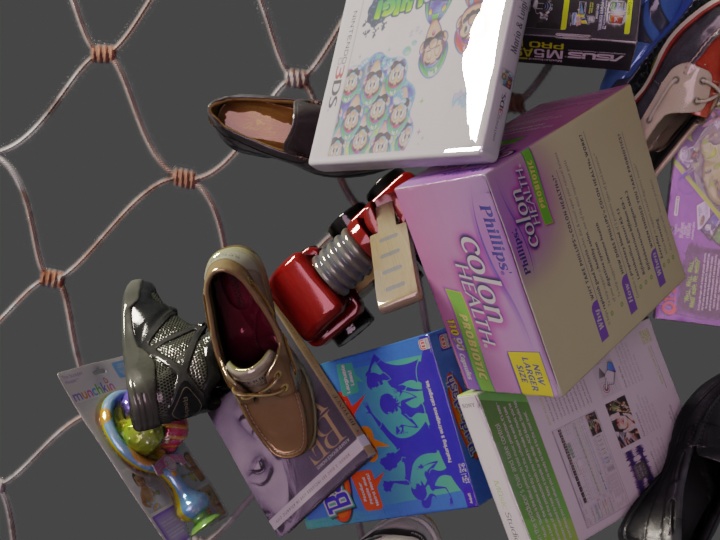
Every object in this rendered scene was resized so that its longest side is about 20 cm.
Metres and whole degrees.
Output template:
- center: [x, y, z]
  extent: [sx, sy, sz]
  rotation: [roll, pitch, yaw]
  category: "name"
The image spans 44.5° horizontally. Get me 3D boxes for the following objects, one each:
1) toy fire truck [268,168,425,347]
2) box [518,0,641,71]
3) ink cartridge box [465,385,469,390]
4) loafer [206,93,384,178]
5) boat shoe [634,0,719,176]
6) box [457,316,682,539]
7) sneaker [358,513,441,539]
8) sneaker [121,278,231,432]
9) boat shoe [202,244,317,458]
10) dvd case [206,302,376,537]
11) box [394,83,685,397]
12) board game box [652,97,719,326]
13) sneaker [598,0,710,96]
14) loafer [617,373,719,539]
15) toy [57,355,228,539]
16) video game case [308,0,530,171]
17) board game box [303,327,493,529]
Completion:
- center: [0.000, 0.000, 0.771]
  extent: [0.176, 0.200, 0.129]
  rotation: [-41, 80, 11]
  category: "toy fire truck"
- center: [0.153, -0.268, 0.724]
  extent: [0.159, 0.044, 0.201]
  rotation: [7, 75, 11]
  category: "box"
- center: [0.151, 0.095, 0.782]
  extent: [0.109, 0.050, 0.201]
  rotation: [-15, 86, -24]
  category: "ink cartridge box"
- center: [-0.054, -0.132, 0.852]
  extent: [0.199, 0.072, 0.073]
  rotation: [7, 90, 14]
  category: "loafer"
- center: [0.269, -0.142, 0.737]
  extent: [0.200, 0.071, 0.063]
  rotation: [-52, 40, 33]
  category: "boat shoe"
- center: [0.190, 0.138, 0.743]
  extent: [0.199, 0.036, 0.145]
  rotation: [-18, 87, -28]
  category: "box"
- center: [-0.014, 0.301, 0.832]
  extent: [0.200, 0.088, 0.076]
  rotation: [-44, 81, 12]
  category: "sneaker"
- center: [-0.176, 0.074, 0.860]
  extent: [0.114, 0.200, 0.077]
  rotation: [-7, 121, -17]
  category: "sneaker"
- center: [-0.093, 0.080, 0.766]
  extent: [0.074, 0.066, 0.201]
  rotation: [-20, 100, 9]
  category: "boat shoe"
- center: [-0.086, 0.133, 0.845]
  extent: [0.149, 0.016, 0.200]
  rotation: [-47, 68, 30]
  category: "dvd case"
- center: [0.151, -0.027, 0.704]
  extent: [0.096, 0.200, 0.177]
  rotation: [-4, 113, 49]
  category: "box"
- center: [0.331, -0.049, 0.774]
  extent: [0.119, 0.032, 0.201]
  rotation: [8, 91, 12]
  category: "board game box"
- center: [0.260, -0.231, 0.782]
  extent: [0.078, 0.066, 0.201]
  rotation: [36, 101, 31]
  category: "sneaker"
- center: [0.286, 0.163, 0.723]
  extent: [0.068, 0.070, 0.201]
  rotation: [47, 64, -11]
  category: "loafer"
- center: [-0.198, 0.165, 0.864]
  extent: [0.047, 0.115, 0.200]
  rotation: [-35, 82, 17]
  category: "toy"
- center: [0.044, -0.169, 0.682]
  extent: [0.200, 0.024, 0.183]
  rotation: [5, 80, 50]
  category: "video game case"
- center: [0.014, 0.150, 0.812]
  extent: [0.199, 0.045, 0.153]
  rotation: [-20, 84, 36]
  category: "board game box"
